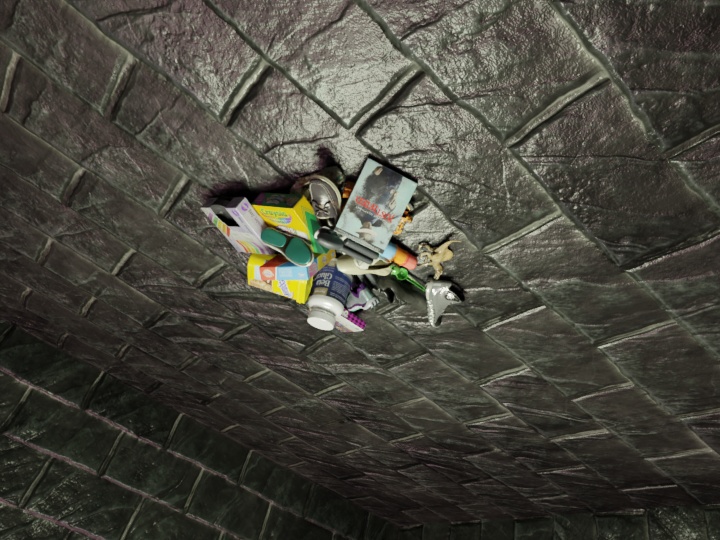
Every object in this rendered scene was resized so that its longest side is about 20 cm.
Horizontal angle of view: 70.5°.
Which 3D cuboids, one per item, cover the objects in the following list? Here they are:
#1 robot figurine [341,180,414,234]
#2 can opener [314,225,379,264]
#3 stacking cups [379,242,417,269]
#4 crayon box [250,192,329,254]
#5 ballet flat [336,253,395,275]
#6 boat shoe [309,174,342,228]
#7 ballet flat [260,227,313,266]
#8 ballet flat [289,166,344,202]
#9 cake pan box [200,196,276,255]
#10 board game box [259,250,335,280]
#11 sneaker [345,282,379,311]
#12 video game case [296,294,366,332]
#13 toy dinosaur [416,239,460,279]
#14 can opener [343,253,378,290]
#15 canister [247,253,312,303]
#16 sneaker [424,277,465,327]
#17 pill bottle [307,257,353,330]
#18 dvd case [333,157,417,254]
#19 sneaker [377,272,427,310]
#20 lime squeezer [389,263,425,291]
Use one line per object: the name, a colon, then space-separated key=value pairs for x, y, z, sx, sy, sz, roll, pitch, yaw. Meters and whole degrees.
robot figurine: x=0.043 y=-0.158 z=1.348 sx=0.198 sy=0.059 sz=0.146 roll=20 pitch=143 yaw=-2
can opener: x=-0.036 y=-0.057 z=1.341 sx=0.199 sy=0.067 sz=0.053 roll=25 pitch=134 yaw=-31
stacking cups: x=0.076 y=-0.056 z=1.438 sx=0.199 sy=0.061 sz=0.060 roll=28 pitch=140 yaw=-23
crayon box: x=-0.188 y=-0.132 z=1.415 sx=0.199 sy=0.059 sz=0.173 roll=11 pitch=147 yaw=45
ballet flat: x=0.023 y=-0.025 z=1.457 sx=0.198 sy=0.070 sz=0.069 roll=2 pitch=156 yaw=-41
boat shoe: x=-0.088 y=-0.158 z=1.296 sx=0.071 sy=0.065 sz=0.201 roll=10 pitch=149 yaw=17
ballet flat: x=-0.192 y=-0.063 z=1.412 sx=0.199 sy=0.069 sz=0.070 roll=27 pitch=148 yaw=29
ballet flat: x=-0.128 y=-0.215 z=1.344 sx=0.199 sy=0.064 sz=0.076 roll=-23 pitch=120 yaw=39
cake pan box: x=-0.352 y=-0.134 z=1.497 sx=0.183 sy=0.053 sz=0.201 roll=6 pitch=142 yaw=39
board game box: x=-0.179 y=-0.026 z=1.480 sx=0.151 sy=0.200 sz=0.041 roll=-1 pitch=110 yaw=21
sneaker: x=-0.008 y=0.075 z=1.622 sx=0.088 sy=0.074 sz=0.200 roll=56 pitch=156 yaw=-9
video game case: x=-0.100 y=0.146 z=1.733 sx=0.199 sy=0.036 sz=0.181 roll=34 pitch=158 yaw=-18
toy dinosaur: x=0.213 y=-0.050 z=1.429 sx=0.100 sy=0.059 sz=0.201 roll=3 pitch=148 yaw=-6
can opener: x=0.000 y=0.000 z=1.551 sx=0.052 sy=0.067 sz=0.200 roll=-6 pitch=140 yaw=29
canister: x=-0.259 y=0.017 z=1.648 sx=0.198 sy=0.087 sz=0.149 roll=17 pitch=141 yaw=3
sneaker: x=0.264 y=0.105 z=1.562 sx=0.114 sy=0.076 sz=0.201 roll=0 pitch=137 yaw=17
pill bottle: x=-0.094 y=0.072 z=1.545 sx=0.110 sy=0.202 sz=0.111 roll=12 pitch=152 yaw=7
dvd case: x=0.038 y=-0.160 z=1.285 sx=0.145 sy=0.022 sz=0.202 roll=26 pitch=102 yaw=-9
sneaker: x=0.125 y=0.078 z=1.569 sx=0.199 sy=0.091 sz=0.076 roll=32 pitch=138 yaw=-18
lime squeezer: x=0.118 y=0.012 z=1.501 sx=0.038 sy=0.071 sz=0.199 roll=-43 pitch=140 yaw=12
